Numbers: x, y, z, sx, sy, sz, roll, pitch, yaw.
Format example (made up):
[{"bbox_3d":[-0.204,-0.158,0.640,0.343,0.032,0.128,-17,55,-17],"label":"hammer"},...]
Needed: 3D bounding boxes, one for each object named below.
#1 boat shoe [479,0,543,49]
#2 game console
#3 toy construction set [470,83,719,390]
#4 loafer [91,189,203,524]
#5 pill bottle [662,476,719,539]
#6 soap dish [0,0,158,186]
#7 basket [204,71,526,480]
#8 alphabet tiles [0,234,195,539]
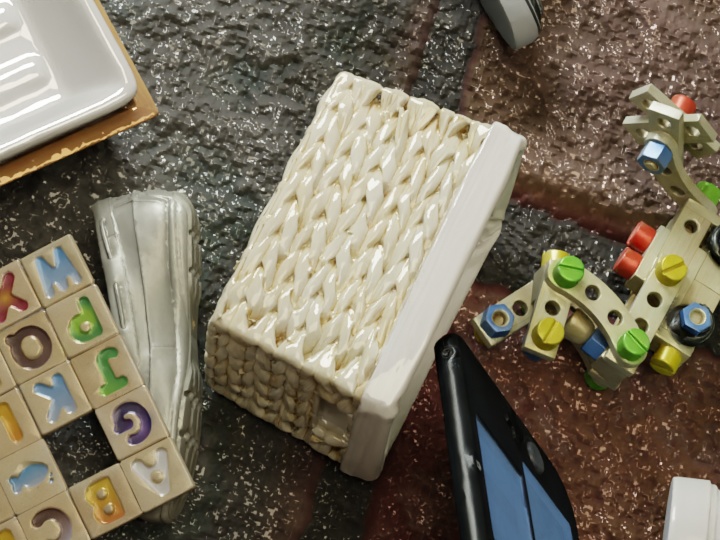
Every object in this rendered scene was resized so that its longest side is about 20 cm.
[{"bbox_3d":[0.089,-0.240,1.617,0.068,0.074,0.200,-19,68,-3],"label":"boat shoe"},{"bbox_3d":[0.092,0.156,1.419,0.031,0.177,0.200,-19,45,12],"label":"game console"},{"bbox_3d":[0.170,-0.011,1.558,0.131,0.092,0.200,32,80,-1],"label":"toy construction set"},{"bbox_3d":[-0.130,0.051,1.483,0.070,0.070,0.201,-2,74,5],"label":"loafer"},{"bbox_3d":[0.279,0.181,1.486,0.199,0.116,0.116,7,70,6],"label":"pill bottle"},{"bbox_3d":[-0.238,-0.142,1.508,0.157,0.081,0.200,-26,80,-19],"label":"soap dish"},{"bbox_3d":[0.000,0.000,1.486,0.123,0.136,0.200,25,68,6],"label":"basket"},{"bbox_3d":[-0.219,0.097,1.441,0.200,0.008,0.167,-28,79,0],"label":"alphabet tiles"}]
